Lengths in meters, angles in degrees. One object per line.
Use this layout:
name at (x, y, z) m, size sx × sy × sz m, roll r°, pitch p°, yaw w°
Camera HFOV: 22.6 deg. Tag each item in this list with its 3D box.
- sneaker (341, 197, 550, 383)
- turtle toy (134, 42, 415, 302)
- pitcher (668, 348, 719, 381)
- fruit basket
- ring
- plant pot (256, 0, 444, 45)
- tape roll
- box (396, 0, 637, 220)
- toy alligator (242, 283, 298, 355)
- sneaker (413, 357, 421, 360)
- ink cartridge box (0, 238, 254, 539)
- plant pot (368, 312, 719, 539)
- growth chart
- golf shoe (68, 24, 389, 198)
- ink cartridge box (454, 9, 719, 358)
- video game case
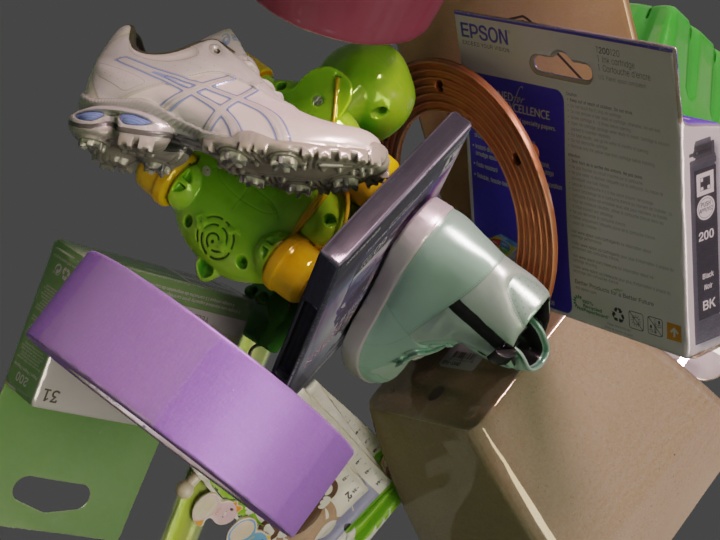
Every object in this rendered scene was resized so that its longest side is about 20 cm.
sneaker at (0.059, 0.047, 1.191) m, size 0.074 × 0.118 × 0.201 m, roll -47°, pitch 169°, yaw -29°
turtle toy at (-0.040, -0.070, 1.171) m, size 0.200 × 0.146 × 0.101 m, roll -51°, pitch 163°, yaw -6°
pitcher at (0.328, -0.022, 1.503) m, size 0.171 × 0.121 × 0.201 m, roll -18°, pitch 134°, yaw -55°
fruit basket at (0.207, -0.074, 1.323) m, size 0.215 × 0.155 × 0.217 m, roll -16°, pitch 111°, yaw -50°
ring at (0.069, -0.046, 1.213) m, size 0.019 × 0.200 × 0.201 m, roll -21°, pitch 122°, yaw -31°
plant pot at (0.007, -0.246, 1.091) m, size 0.199 × 0.200 × 0.180 m, roll -10°, pitch 132°, yaw -35°
tape roll at (-0.101, 0.074, 1.074) m, size 0.066 × 0.200 × 0.200 m, roll -52°, pitch 132°, yaw -9°
box at (0.116, -0.115, 1.229) m, size 0.021 × 0.163 × 0.201 m, roll -50°, pitch 127°, yaw -62°
toy alligator at (-0.052, 0.010, 1.239) m, size 0.200 × 0.059 × 0.054 m, roll -51°, pitch 132°, yaw -8°
sneaker at (0.066, -0.015, 1.329) m, size 0.200 × 0.075 × 0.082 m, roll -47°, pitch 112°, yaw -15°
ink cartridge box at (-0.170, 0.091, 1.194) m, size 0.145 × 0.048 × 0.201 m, roll 16°, pitch 97°, yaw -42°
plant pot at (0.126, 0.119, 1.342) m, size 0.200 × 0.199 × 0.177 m, roll -50°, pitch 119°, yaw -20°
growth chart at (-0.041, 0.158, 1.347) m, size 0.145 × 0.018 × 0.200 m, roll -54°, pitch 132°, yaw -4°
golf shoe at (-0.075, -0.103, 1.091) m, size 0.078 × 0.199 × 0.098 m, roll 71°, pitch 31°, yaw -73°
ink cartridge box at (0.145, -0.063, 1.150) m, size 0.043 × 0.198 × 0.201 m, roll -22°, pitch 117°, yaw -34°
video game case at (0.000, 0.000, 1.150) m, size 0.143 × 0.019 × 0.200 m, roll -47°, pitch 169°, yaw -33°
